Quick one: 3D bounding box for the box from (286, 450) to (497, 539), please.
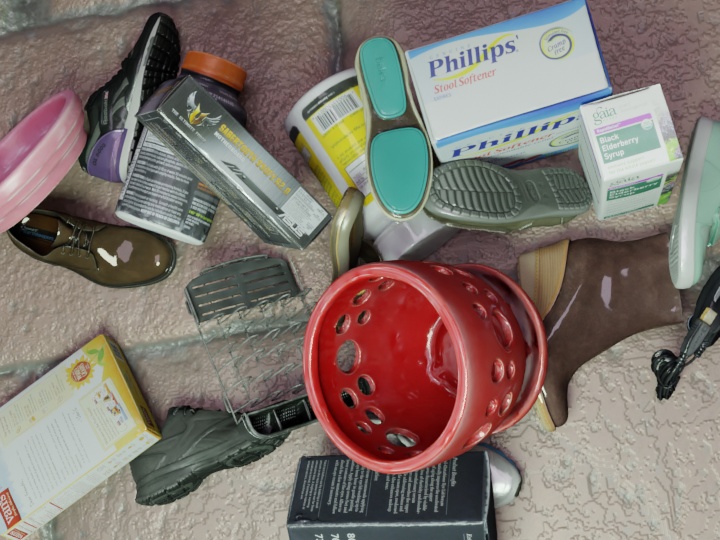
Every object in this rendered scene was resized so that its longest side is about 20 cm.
[{"bbox_3d":[0.037,0.271,1.306,0.199,0.105,0.149,-2,123,8],"label":"box"}]

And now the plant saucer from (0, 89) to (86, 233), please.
[{"bbox_3d":[-0.372,-0.112,1.434,0.201,0.201,0.051,-45,115,1],"label":"plant saucer"}]

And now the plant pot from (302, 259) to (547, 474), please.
[{"bbox_3d":[0.071,0.088,1.283,0.200,0.182,0.202,2,93,36],"label":"plant pot"}]

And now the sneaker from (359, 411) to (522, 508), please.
[{"bbox_3d":[0.070,0.200,1.353,0.199,0.087,0.075,16,84,10],"label":"sneaker"}]

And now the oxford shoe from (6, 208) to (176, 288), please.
[{"bbox_3d":[-0.304,-0.025,1.447,0.199,0.084,0.073,9,82,9],"label":"oxford shoe"}]

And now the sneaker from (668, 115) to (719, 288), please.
[{"bbox_3d":[0.382,-0.063,1.319,0.118,0.074,0.201,15,63,9],"label":"sneaker"}]

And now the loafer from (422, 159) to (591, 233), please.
[{"bbox_3d":[0.144,-0.065,1.345,0.199,0.070,0.076,2,60,-25],"label":"loafer"}]

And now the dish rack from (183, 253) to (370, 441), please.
[{"bbox_3d":[-0.094,0.075,1.377,0.153,0.055,0.201,-15,75,-35],"label":"dish rack"}]

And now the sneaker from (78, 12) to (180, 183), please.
[{"bbox_3d":[-0.270,-0.201,1.472,0.087,0.076,0.201,13,85,17],"label":"sneaker"}]

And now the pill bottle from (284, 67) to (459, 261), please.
[{"bbox_3d":[0.016,-0.106,1.388,0.114,0.114,0.200,-34,79,4],"label":"pill bottle"}]

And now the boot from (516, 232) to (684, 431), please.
[{"bbox_3d":[0.251,0.061,1.347,0.165,0.072,0.201,-6,78,11],"label":"boot"}]

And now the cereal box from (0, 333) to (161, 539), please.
[{"bbox_3d":[-0.329,0.182,1.423,0.200,0.040,0.144,-36,56,5],"label":"cereal box"}]

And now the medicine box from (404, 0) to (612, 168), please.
[{"bbox_3d":[0.155,-0.178,1.330,0.181,0.200,0.103,-17,80,7],"label":"medicine box"}]

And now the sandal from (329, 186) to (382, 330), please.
[{"bbox_3d":[0.000,0.000,1.341,0.054,0.201,0.081,10,46,8],"label":"sandal"}]

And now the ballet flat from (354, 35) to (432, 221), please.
[{"bbox_3d":[0.033,-0.138,1.307,0.069,0.069,0.201,-8,73,8],"label":"ballet flat"}]

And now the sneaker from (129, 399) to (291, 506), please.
[{"bbox_3d":[-0.165,0.178,1.405,0.199,0.076,0.091,-25,69,2],"label":"sneaker"}]

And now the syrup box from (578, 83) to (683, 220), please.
[{"bbox_3d":[0.267,-0.114,1.303,0.078,0.200,0.082,-16,80,6],"label":"syrup box"}]

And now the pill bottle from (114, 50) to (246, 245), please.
[{"bbox_3d":[-0.189,-0.137,1.431,0.106,0.106,0.201,18,86,11],"label":"pill bottle"}]

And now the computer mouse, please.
[{"bbox_3d":[0.349,0.037,1.302,0.046,0.140,0.200,40,90,19],"label":"computer mouse"}]

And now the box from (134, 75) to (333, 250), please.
[{"bbox_3d":[-0.131,-0.107,1.313,0.200,0.158,0.048,45,81,-15],"label":"box"}]
